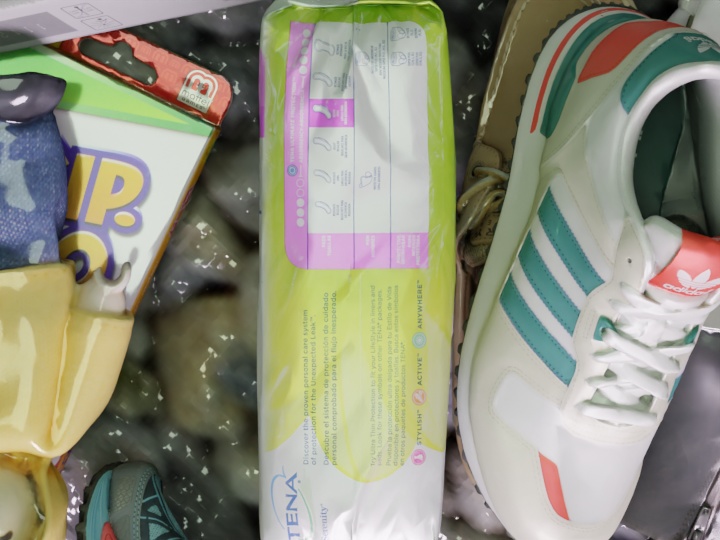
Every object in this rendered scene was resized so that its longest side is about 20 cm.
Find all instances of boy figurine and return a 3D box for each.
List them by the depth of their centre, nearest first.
[{"bbox_3d":[-0.146,0.028,0.975,0.124,0.064,0.201,-1,91,-1],"label":"boy figurine"}]

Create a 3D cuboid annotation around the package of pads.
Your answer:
[{"bbox_3d":[0.000,0.000,0.946,0.068,0.155,0.201,0,94,2],"label":"package of pads"}]

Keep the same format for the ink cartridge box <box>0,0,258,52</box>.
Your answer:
[{"bbox_3d":[-0.073,-0.180,0.948,0.199,0.045,0.177,-8,73,24],"label":"ink cartridge box"}]

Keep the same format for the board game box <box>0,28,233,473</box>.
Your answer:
[{"bbox_3d":[-0.131,-0.002,1.016,0.095,0.030,0.201,25,92,-1],"label":"board game box"}]

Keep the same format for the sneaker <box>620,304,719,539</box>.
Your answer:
[{"bbox_3d":[0.192,0.057,0.997,0.199,0.075,0.107,8,110,-3],"label":"sneaker"}]

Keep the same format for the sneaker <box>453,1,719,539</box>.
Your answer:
[{"bbox_3d":[0.090,0.009,0.910,0.070,0.093,0.201,7,97,-26],"label":"sneaker"}]

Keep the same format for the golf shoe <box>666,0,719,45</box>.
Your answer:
[{"bbox_3d":[0.150,-0.105,0.978,0.097,0.078,0.201,-7,92,9],"label":"golf shoe"}]

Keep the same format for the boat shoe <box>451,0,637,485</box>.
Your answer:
[{"bbox_3d":[0.070,-0.015,0.978,0.071,0.064,0.201,4,96,27],"label":"boat shoe"}]

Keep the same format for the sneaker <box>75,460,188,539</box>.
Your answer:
[{"bbox_3d":[-0.043,0.154,0.977,0.095,0.079,0.201,-21,61,-5],"label":"sneaker"}]
